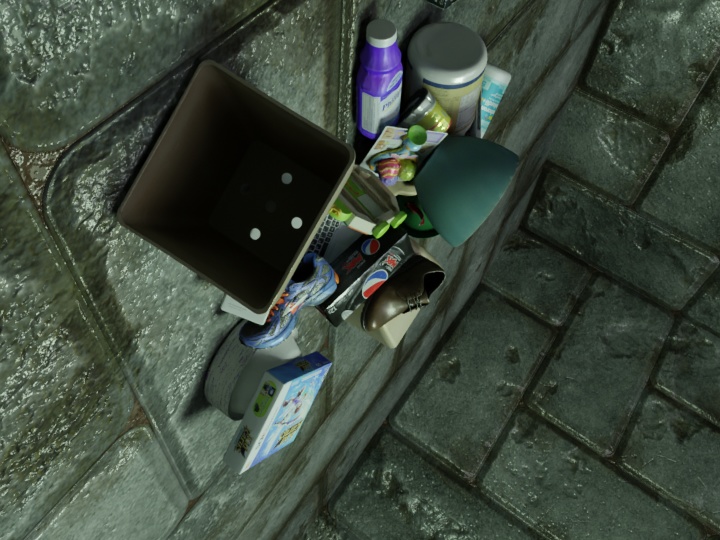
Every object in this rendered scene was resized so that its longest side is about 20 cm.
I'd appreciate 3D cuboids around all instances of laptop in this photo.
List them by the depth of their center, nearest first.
[{"bbox_3d":[-0.087,-0.024,1.092,0.190,0.196,0.116,-64,-156,20],"label":"laptop"}]

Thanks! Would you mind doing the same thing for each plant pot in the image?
[{"bbox_3d":[-0.125,-0.087,0.772,0.202,0.198,0.177,-59,174,2],"label":"plant pot"},{"bbox_3d":[0.174,-0.165,1.188,0.202,0.134,0.200,-55,-174,8],"label":"plant pot"},{"bbox_3d":[0.021,-0.002,1.305,0.202,0.198,0.178,-55,149,-12],"label":"plant pot"}]

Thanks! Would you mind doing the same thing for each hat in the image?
[{"bbox_3d":[0.121,-0.173,1.370,0.167,0.199,0.176,-55,149,-3],"label":"hat"}]

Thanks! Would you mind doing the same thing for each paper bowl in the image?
[{"bbox_3d":[-0.182,0.180,1.182,0.201,0.103,0.202,-50,160,-25],"label":"paper bowl"}]

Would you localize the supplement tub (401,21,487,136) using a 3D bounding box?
[{"bbox_3d":[0.150,-0.334,1.205,0.145,0.143,0.201,-50,161,-26],"label":"supplement tub"}]

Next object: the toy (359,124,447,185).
[{"bbox_3d":[0.066,-0.188,1.157,0.200,0.112,0.048,131,-43,-64],"label":"toy"}]

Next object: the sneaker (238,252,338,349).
[{"bbox_3d":[-0.124,0.044,1.053,0.200,0.075,0.079,-45,137,-22],"label":"sneaker"}]

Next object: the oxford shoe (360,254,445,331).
[{"bbox_3d":[0.080,0.045,1.188,0.199,0.084,0.074,-41,131,-24],"label":"oxford shoe"}]

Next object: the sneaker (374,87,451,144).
[{"bbox_3d":[0.090,-0.242,1.178,0.199,0.089,0.079,-26,-142,59],"label":"sneaker"}]

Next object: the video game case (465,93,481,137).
[{"bbox_3d":[0.197,-0.297,1.338,0.142,0.018,0.204,-29,-131,53],"label":"video game case"}]

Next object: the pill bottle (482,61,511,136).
[{"bbox_3d":[0.256,-0.378,1.493,0.110,0.110,0.203,-23,140,-63],"label":"pill bottle"}]

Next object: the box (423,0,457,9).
[{"bbox_3d":[0.182,-0.561,1.083,0.159,0.045,0.202,-46,159,-38],"label":"box"}]

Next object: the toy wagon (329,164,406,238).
[{"bbox_3d":[-0.011,-0.120,1.082,0.040,0.155,0.199,-48,171,33],"label":"toy wagon"}]

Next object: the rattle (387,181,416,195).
[{"bbox_3d":[0.051,-0.203,1.338,0.199,0.142,0.131,-39,126,-14],"label":"rattle"}]

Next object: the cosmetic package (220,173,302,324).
[{"bbox_3d":[-0.134,-0.038,0.943,0.102,0.070,0.203,-106,-141,-69],"label":"cosmetic package"}]

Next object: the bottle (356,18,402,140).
[{"bbox_3d":[0.031,-0.305,1.045,0.084,0.064,0.201,-53,162,-27],"label":"bottle"}]

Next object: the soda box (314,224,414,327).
[{"bbox_3d":[0.000,0.000,1.140,0.200,0.071,0.064,-43,144,-11],"label":"soda box"}]

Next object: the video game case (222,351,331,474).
[{"bbox_3d":[-0.142,0.247,1.157,0.184,0.045,0.199,-62,162,13],"label":"video game case"}]
